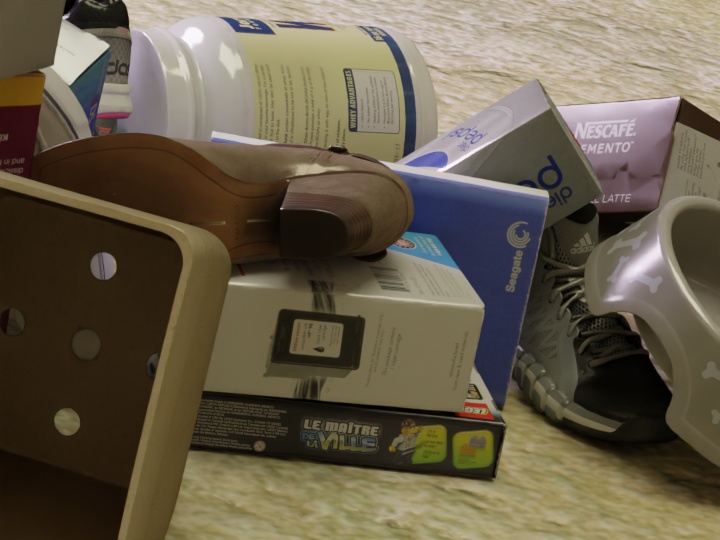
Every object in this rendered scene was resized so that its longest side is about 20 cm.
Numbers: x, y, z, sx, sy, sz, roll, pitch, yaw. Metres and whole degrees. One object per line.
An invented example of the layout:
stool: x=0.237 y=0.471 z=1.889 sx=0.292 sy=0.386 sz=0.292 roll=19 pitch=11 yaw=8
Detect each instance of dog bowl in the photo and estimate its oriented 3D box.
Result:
dog bowl: x=0.226 y=0.039 z=1.575 sx=0.200 sy=0.059 sz=0.200 roll=31 pitch=30 yaw=-20

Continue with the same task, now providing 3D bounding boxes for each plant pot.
plant pot: x=-0.164 y=0.044 z=1.292 sx=0.200 sy=0.200 sz=0.177 roll=16 pitch=10 yaw=14

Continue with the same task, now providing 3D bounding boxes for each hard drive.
hard drive: x=0.000 y=0.000 z=1.581 sx=0.200 sy=0.132 sz=0.025 roll=10 pitch=18 yaw=-3

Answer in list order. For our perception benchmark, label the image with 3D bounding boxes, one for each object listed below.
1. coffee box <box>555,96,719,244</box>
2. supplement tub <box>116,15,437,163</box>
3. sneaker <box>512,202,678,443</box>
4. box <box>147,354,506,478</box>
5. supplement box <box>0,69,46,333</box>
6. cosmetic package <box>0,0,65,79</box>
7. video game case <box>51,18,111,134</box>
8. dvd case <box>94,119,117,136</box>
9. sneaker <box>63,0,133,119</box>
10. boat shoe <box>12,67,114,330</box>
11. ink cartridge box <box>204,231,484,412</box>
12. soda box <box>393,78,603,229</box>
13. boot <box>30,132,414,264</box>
coffee box: x=0.218 y=-0.037 z=1.736 sx=0.114 sy=0.080 sz=0.200 roll=-1 pitch=-21 yaw=46
supplement tub: x=-0.064 y=-0.096 z=1.803 sx=0.200 sy=0.145 sz=0.145 roll=1 pitch=21 yaw=-29
sneaker: x=0.132 y=0.021 z=1.622 sx=0.075 sy=0.116 sz=0.200 roll=-1 pitch=22 yaw=-32
box: x=-0.027 y=0.070 z=1.514 sx=0.200 sy=0.035 sz=0.110 roll=7 pitch=19 yaw=-12
supplement box: x=-0.253 y=-0.031 z=1.420 sx=0.103 sy=0.200 sz=0.131 roll=-5 pitch=25 yaw=-39
cosmetic package: x=-0.197 y=-0.202 z=1.331 sx=0.107 sy=0.200 sz=0.090 roll=23 pitch=24 yaw=21
video game case: x=-0.244 y=-0.101 z=1.576 sx=0.181 sy=0.200 sz=0.045 roll=32 pitch=52 yaw=10
dvd case: x=-0.254 y=-0.062 z=1.698 sx=0.200 sy=0.022 sz=0.146 roll=7 pitch=44 yaw=-12
sneaker: x=-0.202 y=-0.156 z=1.751 sx=0.074 sy=0.088 sz=0.200 roll=4 pitch=12 yaw=-32
boat shoe: x=-0.188 y=-0.036 z=1.501 sx=0.071 sy=0.200 sz=0.070 roll=6 pitch=46 yaw=14
ink cartridge box: x=-0.044 y=0.019 z=1.491 sx=0.200 sy=0.067 sz=0.116 roll=6 pitch=20 yaw=-15
soda box: x=0.042 y=-0.032 z=1.623 sx=0.200 sy=0.068 sz=0.063 roll=-30 pitch=20 yaw=7
boot: x=-0.071 y=-0.044 z=1.468 sx=0.200 sy=0.070 sz=0.146 roll=14 pitch=14 yaw=4
